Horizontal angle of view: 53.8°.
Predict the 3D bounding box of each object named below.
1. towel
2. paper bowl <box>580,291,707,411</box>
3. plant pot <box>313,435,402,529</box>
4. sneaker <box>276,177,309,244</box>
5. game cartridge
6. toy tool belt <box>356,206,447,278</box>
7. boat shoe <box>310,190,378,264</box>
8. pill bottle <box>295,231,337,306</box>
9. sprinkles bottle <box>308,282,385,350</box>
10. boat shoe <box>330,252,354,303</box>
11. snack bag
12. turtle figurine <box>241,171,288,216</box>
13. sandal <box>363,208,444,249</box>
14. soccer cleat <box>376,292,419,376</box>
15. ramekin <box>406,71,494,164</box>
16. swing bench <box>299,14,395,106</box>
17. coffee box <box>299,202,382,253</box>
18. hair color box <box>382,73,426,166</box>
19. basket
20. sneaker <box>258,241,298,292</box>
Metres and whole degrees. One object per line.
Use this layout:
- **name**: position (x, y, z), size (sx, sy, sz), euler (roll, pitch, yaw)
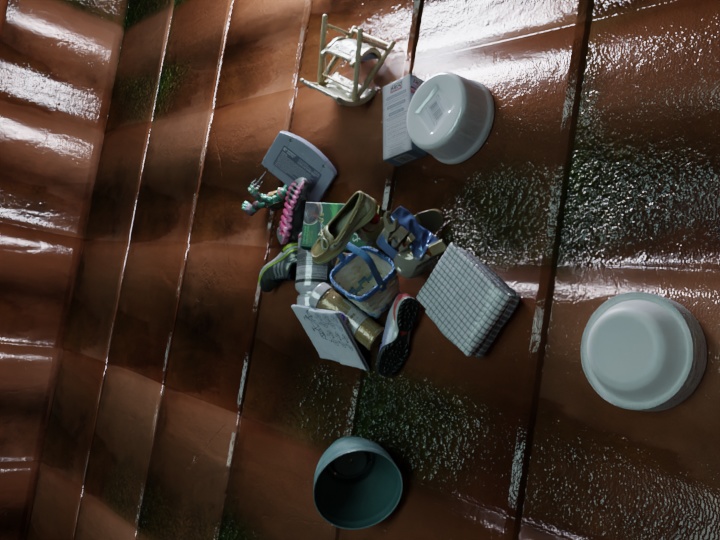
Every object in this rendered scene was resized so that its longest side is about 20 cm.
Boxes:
- **towel**: position (0.227, 0.063, 1.506), size (0.200, 0.085, 0.166), euler (48, 117, 41)
- **paper bowl**: position (0.469, 0.136, 1.206), size (0.200, 0.104, 0.203), euler (-13, 72, 45)
- **plant pot**: position (-0.015, 0.460, 1.609), size (0.202, 0.199, 0.134), euler (-65, 16, 13)
- **sneaker**: position (-0.167, -0.162, 1.982), size (0.079, 0.095, 0.201), euler (-121, 45, -57)
- **game cartridge**: position (-0.167, -0.292, 1.982), size (0.200, 0.041, 0.133), euler (38, 117, 3)
- **toy tool belt**: position (0.097, -0.087, 1.591), size (0.200, 0.125, 0.123), euler (41, 140, 3)
- **boat shoe**: position (-0.049, -0.097, 1.590), size (0.200, 0.063, 0.074), euler (-41, 47, 21)
- **pill bottle**: position (-0.113, 0.003, 1.868), size (0.113, 0.113, 0.202), euler (-9, 74, 46)
- **sprinkles bottle**: position (-0.033, 0.111, 1.730), size (0.199, 0.068, 0.069), euler (36, 108, 18)
- **boat shoe**: position (-0.040, 0.050, 1.808), size (0.070, 0.070, 0.202), euler (5, 84, 49)
- **snack bag**: position (-0.082, 0.164, 1.766), size (0.199, 0.189, 0.021), euler (7, 43, 49)
- **turtle figurine**: position (-0.263, -0.223, 2.087), size (0.199, 0.149, 0.102), euler (-24, 81, 51)
- **sandal**: position (0.108, -0.103, 1.698), size (0.210, 0.070, 0.078), euler (-13, 97, 25)
- **soccer cleat**: position (0.082, 0.150, 1.666), size (0.073, 0.068, 0.202), euler (-134, 60, -69)
- **ramekin**: position (0.198, -0.354, 1.629), size (0.200, 0.097, 0.202), euler (-15, 69, 45)
- **swing bench**: position (-0.039, -0.560, 1.924), size (0.199, 0.129, 0.201), euler (39, 115, 44)
- **coffee box**: position (-0.048, -0.108, 1.797), size (0.198, 0.044, 0.124), euler (5, 78, 12)
- **hair color box**: position (0.108, -0.372, 1.760), size (0.099, 0.060, 0.202), euler (-14, 71, 45)
- **basket**: position (0.000, 0.000, 1.679), size (0.139, 0.200, 0.176), euler (-44, 44, -10)
- **sneaker**: position (-0.221, 0.005, 2.020), size (0.200, 0.074, 0.081), euler (-46, 53, 32)
